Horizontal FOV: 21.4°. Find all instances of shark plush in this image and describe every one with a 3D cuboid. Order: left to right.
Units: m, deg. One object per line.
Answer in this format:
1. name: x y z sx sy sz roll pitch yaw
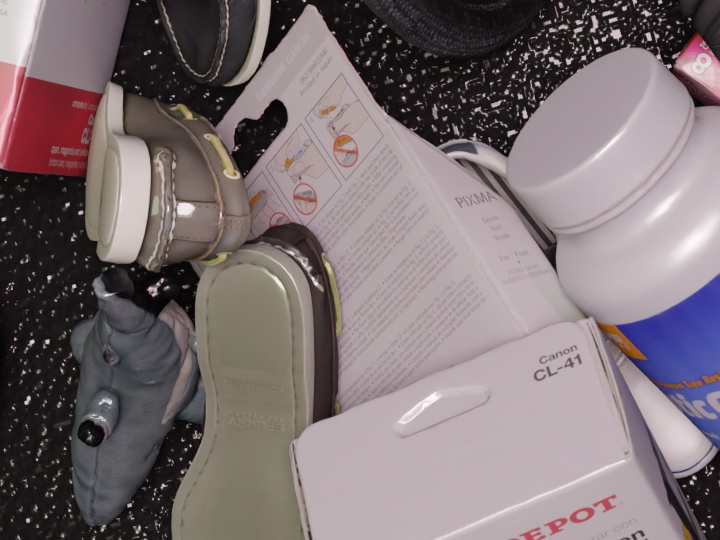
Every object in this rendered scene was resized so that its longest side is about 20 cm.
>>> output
1. shark plush: -0.102 0.056 0.884 0.091 0.200 0.083 32 64 -3

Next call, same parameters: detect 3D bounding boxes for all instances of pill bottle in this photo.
1. pill bottle: 0.157 0.000 0.835 0.112 0.112 0.200 -44 112 7

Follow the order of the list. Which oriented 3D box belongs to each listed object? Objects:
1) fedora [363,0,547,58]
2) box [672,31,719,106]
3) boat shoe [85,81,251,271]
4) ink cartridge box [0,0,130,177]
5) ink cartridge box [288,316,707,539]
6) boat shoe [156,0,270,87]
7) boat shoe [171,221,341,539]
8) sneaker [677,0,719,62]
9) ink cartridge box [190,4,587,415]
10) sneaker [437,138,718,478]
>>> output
1. fedora: 0.020 -0.191 0.868 0.091 0.200 0.202 11 93 36
2. box: 0.248 -0.069 0.863 0.200 0.095 0.100 38 96 7
3. boat shoe: -0.092 -0.042 0.875 0.060 0.202 0.072 6 102 -13
4. ink cartridge box: -0.190 -0.160 0.903 0.145 0.145 0.201 15 93 8
5. ink cartridge box: 0.076 0.132 0.844 0.147 0.200 0.086 -24 46 10
6. boat shoe: -0.086 -0.164 0.844 0.074 0.066 0.200 33 138 33
7. boat shoe: -0.042 0.078 0.885 0.071 0.061 0.202 13 112 16
8. sneaker: 0.192 -0.150 0.755 0.099 0.071 0.200 43 131 9
9. ink cartridge box: 0.000 0.000 0.900 0.161 0.050 0.200 -47 64 38
10. sneaker: 0.094 0.021 0.901 0.073 0.071 0.200 -44 85 7
